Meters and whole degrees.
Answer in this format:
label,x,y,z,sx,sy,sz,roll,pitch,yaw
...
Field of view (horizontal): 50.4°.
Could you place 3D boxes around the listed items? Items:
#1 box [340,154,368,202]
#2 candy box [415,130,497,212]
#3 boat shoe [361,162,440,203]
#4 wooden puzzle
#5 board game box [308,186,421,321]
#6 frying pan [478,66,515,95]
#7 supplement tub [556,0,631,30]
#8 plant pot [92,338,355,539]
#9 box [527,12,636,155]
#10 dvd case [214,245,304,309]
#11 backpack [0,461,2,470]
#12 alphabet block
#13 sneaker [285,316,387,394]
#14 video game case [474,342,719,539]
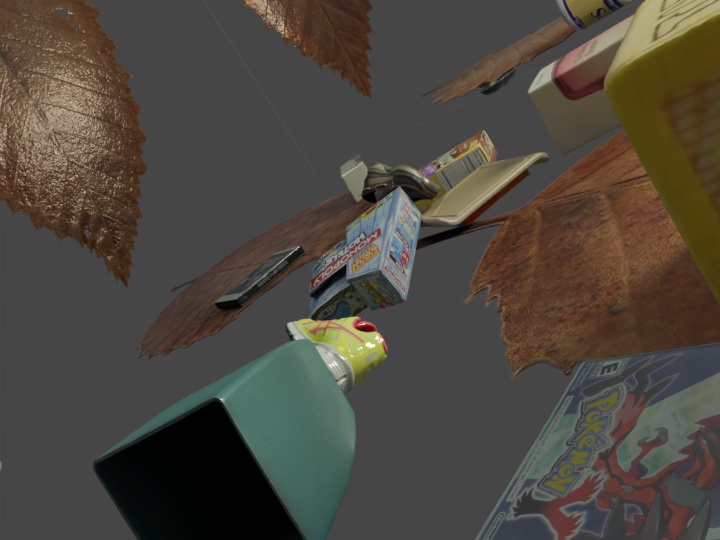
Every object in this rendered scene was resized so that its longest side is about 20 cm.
label,x,y,z,sx,sy,sz,roll,pitch,yaw
box,-0.006,-0.239,1.969,0.068,0.083,0.200,-32,14,5
candy box,0.145,-0.164,1.364,0.198,0.057,0.117,-29,14,23
boat shoe,0.064,-0.130,1.282,0.074,0.074,0.199,-64,26,-2
wooden puzzle,0.172,-0.114,1.170,0.198,0.038,0.185,-34,12,-13
board game box,0.000,0.000,1.064,0.199,0.062,0.201,-36,23,16
frying pan,0.356,-0.504,2.099,0.115,0.031,0.189,-42,11,-27
supplement tub,0.619,-0.729,1.973,0.198,0.147,0.146,-22,17,44
plant pot,-0.091,0.149,0.659,0.140,0.143,0.200,-28,7,24
box,0.356,-0.273,1.087,0.198,0.110,0.128,-26,15,33
dvd case,-0.231,0.017,1.751,0.200,0.025,0.150,-43,15,-27
backpack,-0.894,0.437,1.718,0.198,0.127,0.168,-18,32,49
alphabet block,0.296,-0.117,0.495,0.195,0.197,0.200,-28,13,36
sneaker,-0.024,0.089,0.869,0.089,0.079,0.200,-29,17,-13
video game case,0.158,0.109,0.413,0.181,0.023,0.200,-19,20,51
